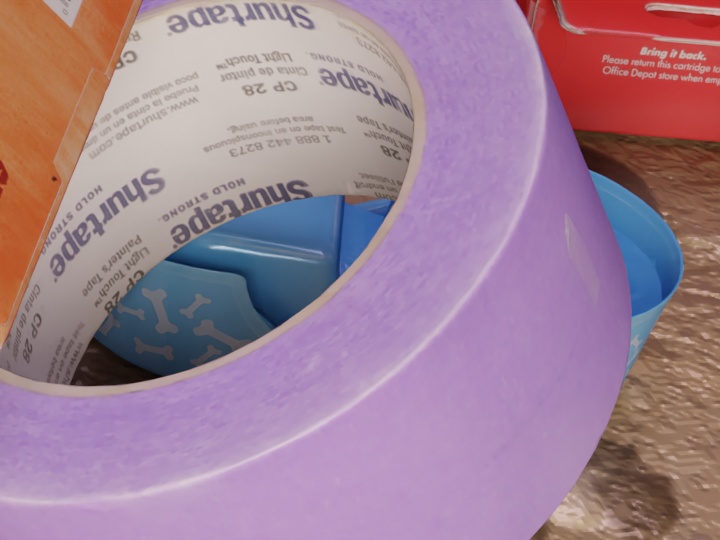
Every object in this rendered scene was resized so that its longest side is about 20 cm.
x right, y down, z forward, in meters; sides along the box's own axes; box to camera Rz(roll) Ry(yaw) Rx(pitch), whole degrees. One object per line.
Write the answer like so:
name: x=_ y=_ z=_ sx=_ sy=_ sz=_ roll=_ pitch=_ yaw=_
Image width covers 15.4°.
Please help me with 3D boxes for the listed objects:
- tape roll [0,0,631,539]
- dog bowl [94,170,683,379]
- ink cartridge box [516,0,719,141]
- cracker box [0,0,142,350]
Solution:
tape roll: x=-0.035 y=0.003 z=0.703 sx=0.200 sy=0.085 sz=0.200 roll=-14 pitch=46 yaw=15
dog bowl: x=0.000 y=0.000 z=0.848 sx=0.200 sy=0.050 sz=0.112 roll=9 pitch=30 yaw=-3
ink cartridge box: x=0.107 y=-0.108 z=1.048 sx=0.116 sy=0.067 sz=0.200 roll=4 pitch=31 yaw=-11
cracker box: x=-0.157 y=-0.030 z=0.692 sx=0.200 sy=0.058 sz=0.134 roll=-14 pitch=45 yaw=37
